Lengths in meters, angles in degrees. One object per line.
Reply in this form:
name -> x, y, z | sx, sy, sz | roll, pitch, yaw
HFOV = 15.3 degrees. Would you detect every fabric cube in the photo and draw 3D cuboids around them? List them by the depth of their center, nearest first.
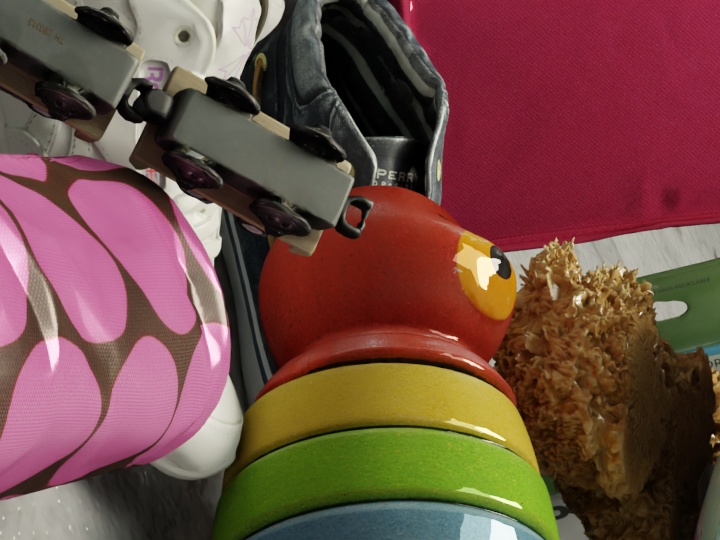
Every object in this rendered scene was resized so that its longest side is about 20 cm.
fabric cube -> 0.101, -0.132, 1.080 | 0.199, 0.199, 0.197 | -111, -164, -74

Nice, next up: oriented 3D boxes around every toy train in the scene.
toy train -> -0.085, -0.058, 0.711 | 0.199, 0.046, 0.034 | 29, 74, -17

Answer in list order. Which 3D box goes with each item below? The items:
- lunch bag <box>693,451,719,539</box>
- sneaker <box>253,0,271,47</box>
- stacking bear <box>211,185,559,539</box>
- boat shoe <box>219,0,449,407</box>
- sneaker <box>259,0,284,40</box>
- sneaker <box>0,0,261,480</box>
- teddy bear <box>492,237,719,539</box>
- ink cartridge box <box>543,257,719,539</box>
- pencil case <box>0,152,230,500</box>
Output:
lunch bag -> 0.174, 0.081, 0.900 | 0.170, 0.121, 0.201 | -18, 114, -74
sneaker -> -0.112, -0.137, 0.847 | 0.200, 0.073, 0.085 | 48, 0, -42
stacking bear -> 0.010, 0.065, 0.809 | 0.121, 0.113, 0.201 | 32, 45, -43
boat shoe -> 0.000, 0.000, 0.914 | 0.071, 0.091, 0.201 | -5, 62, -33
sneaker -> -0.044, -0.171, 1.008 | 0.078, 0.099, 0.201 | 43, 28, -44
sneaker -> -0.066, -0.038, 0.769 | 0.075, 0.099, 0.201 | -40, 110, -76
teddy bear -> 0.090, 0.063, 0.957 | 0.200, 0.066, 0.146 | 4, 84, -68
ink cartridge box -> 0.123, 0.088, 1.107 | 0.200, 0.103, 0.059 | 71, 8, -49
pencil case -> -0.099, 0.009, 0.636 | 0.094, 0.091, 0.200 | 63, 13, 8
